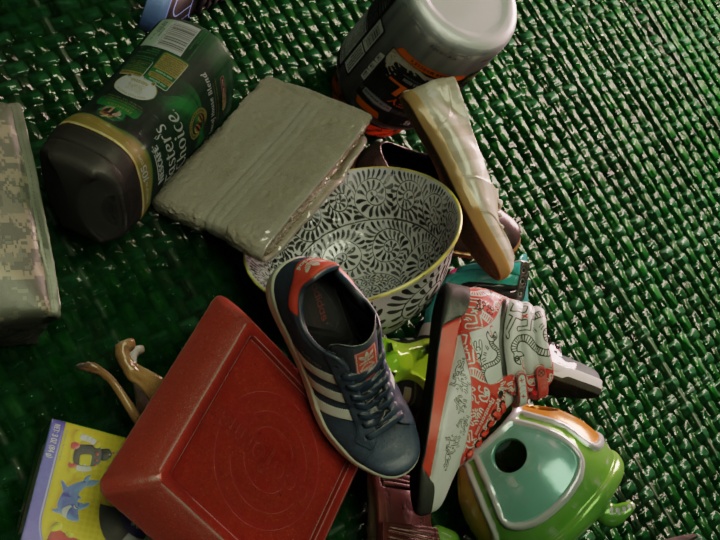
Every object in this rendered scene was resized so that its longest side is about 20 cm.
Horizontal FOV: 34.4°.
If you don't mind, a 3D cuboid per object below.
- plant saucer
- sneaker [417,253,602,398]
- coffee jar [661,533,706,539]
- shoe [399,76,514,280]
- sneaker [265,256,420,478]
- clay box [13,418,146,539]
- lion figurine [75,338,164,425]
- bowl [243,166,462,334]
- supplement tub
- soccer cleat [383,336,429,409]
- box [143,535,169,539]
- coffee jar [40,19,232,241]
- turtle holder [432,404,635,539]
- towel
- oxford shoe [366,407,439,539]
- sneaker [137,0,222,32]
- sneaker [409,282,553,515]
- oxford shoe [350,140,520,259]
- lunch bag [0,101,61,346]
[{"bbox_3d":[-0.081,0.150,0.914,0.200,0.037,0.200,49,48,-24],"label":"plant saucer"},{"bbox_3d":[0.160,0.048,1.159,0.199,0.084,0.121,22,71,-16],"label":"sneaker"},{"bbox_3d":[0.332,0.356,1.104,0.085,0.104,0.200,-29,85,-30],"label":"coffee jar"},{"bbox_3d":[0.103,-0.085,1.083,0.053,0.070,0.201,-28,101,-9],"label":"shoe"},{"bbox_3d":[-0.003,0.079,0.920,0.075,0.084,0.200,-36,101,-26],"label":"sneaker"},{"bbox_3d":[-0.171,0.203,0.944,0.199,0.048,0.115,18,63,-19],"label":"clay box"},{"bbox_3d":[-0.134,0.110,0.976,0.199,0.072,0.123,-12,80,-39],"label":"lion figurine"},{"bbox_3d":[0.000,0.000,1.067,0.201,0.200,0.094,-44,137,-33],"label":"bowl"},{"bbox_3d":[0.054,-0.217,1.139,0.122,0.200,0.123,10,65,-22],"label":"supplement tub"},{"bbox_3d":[0.025,0.093,1.066,0.200,0.081,0.068,19,68,-53],"label":"soccer cleat"},{"bbox_3d":[-0.078,0.243,0.938,0.200,0.035,0.110,51,46,-22],"label":"box"},{"bbox_3d":[-0.193,-0.122,1.013,0.085,0.104,0.200,23,53,13],"label":"coffee jar"},{"bbox_3d":[0.144,0.204,1.065,0.132,0.185,0.141,46,24,-4],"label":"turtle holder"},{"bbox_3d":[-0.087,-0.099,1.087,0.132,0.035,0.200,24,56,22],"label":"towel"},{"bbox_3d":[0.029,0.210,1.035,0.070,0.075,0.200,17,43,-11],"label":"oxford shoe"},{"bbox_3d":[-0.145,-0.295,1.147,0.078,0.070,0.200,29,58,-6],"label":"sneaker"},{"bbox_3d":[0.107,0.116,0.998,0.107,0.067,0.202,11,75,-6],"label":"sneaker"},{"bbox_3d":[0.085,-0.069,1.169,0.199,0.073,0.071,22,61,-18],"label":"oxford shoe"},{"bbox_3d":[-0.339,-0.040,0.918,0.163,0.118,0.201,-5,76,-29],"label":"lunch bag"}]
